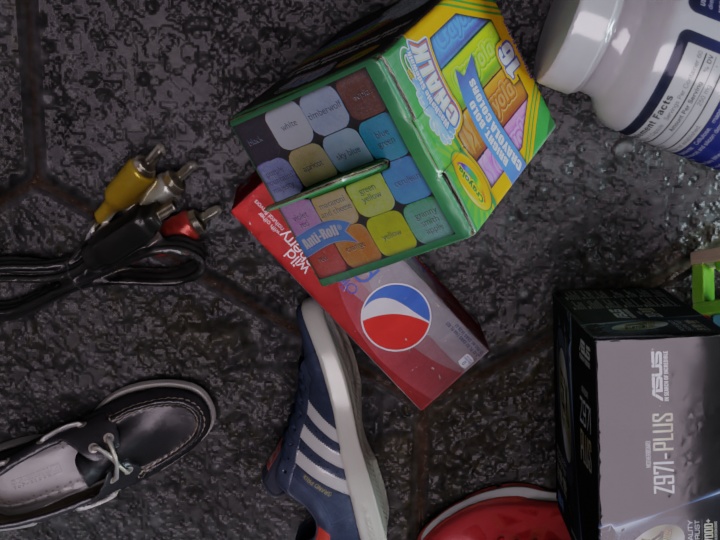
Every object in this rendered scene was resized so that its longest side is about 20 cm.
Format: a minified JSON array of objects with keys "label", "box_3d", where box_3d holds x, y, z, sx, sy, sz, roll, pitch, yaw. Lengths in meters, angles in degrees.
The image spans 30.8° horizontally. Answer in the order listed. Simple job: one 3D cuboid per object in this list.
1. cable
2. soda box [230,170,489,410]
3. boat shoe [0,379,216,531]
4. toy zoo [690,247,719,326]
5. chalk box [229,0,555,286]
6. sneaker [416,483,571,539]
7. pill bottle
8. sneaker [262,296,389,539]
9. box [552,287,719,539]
[{"label":"cable","box_3d":[-0.189,-0.011,0.943,0.199,0.051,0.097,-27,124,21]},{"label":"soda box","box_3d":[0.000,0.000,0.923,0.070,0.063,0.200,-41,103,10]},{"label":"boat shoe","box_3d":[-0.203,0.139,0.969,0.198,0.060,0.075,-17,107,5]},{"label":"toy zoo","box_3d":[0.287,0.077,0.881,0.130,0.020,0.202,-10,70,41]},{"label":"chalk box","box_3d":[0.016,-0.080,0.809,0.124,0.200,0.125,-17,111,38]},{"label":"sneaker","box_3d":[0.139,0.213,0.966,0.198,0.116,0.079,-15,107,3]},{"label":"pill bottle","box_3d":[0.221,-0.133,0.854,0.198,0.116,0.117,20,107,-6]},{"label":"sneaker","box_3d":[-0.037,0.120,0.958,0.084,0.075,0.202,-10,105,8]},{"label":"box","box_3d":[0.183,0.106,0.874,0.085,0.200,0.166,-2,98,1]}]
